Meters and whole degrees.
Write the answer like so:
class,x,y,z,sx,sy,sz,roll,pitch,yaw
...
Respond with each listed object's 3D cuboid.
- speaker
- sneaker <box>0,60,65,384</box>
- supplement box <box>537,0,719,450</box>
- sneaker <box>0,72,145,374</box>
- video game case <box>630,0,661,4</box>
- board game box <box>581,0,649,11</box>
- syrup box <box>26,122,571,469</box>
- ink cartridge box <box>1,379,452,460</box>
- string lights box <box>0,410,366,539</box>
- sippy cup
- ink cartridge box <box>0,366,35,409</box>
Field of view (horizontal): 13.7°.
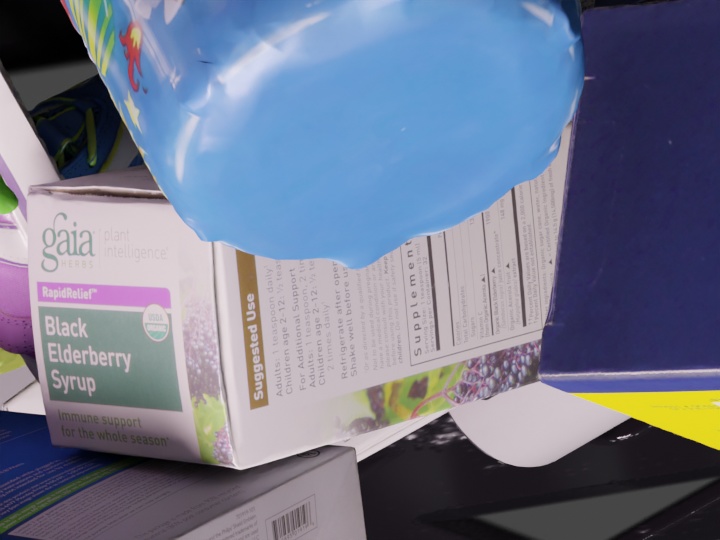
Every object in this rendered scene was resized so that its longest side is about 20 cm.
class,x,y,z,sx,sy,sz,roll,pitch,yaw
speaker,0.116,0.009,1.199,0.081,0.081,0.200,4,156,-33
sneaker,-0.148,-0.023,0.884,0.114,0.073,0.201,-30,121,-5
supplement box,0.156,0.001,0.860,0.109,0.109,0.200,-3,163,41
sneaker,-0.117,-0.012,0.970,0.200,0.076,0.105,-37,168,6
video game case,0.150,-0.051,0.975,0.181,0.026,0.200,14,170,-27
board game box,0.167,-0.090,0.912,0.135,0.035,0.200,13,169,-18
syrup box,0.000,0.000,0.901,0.079,0.082,0.200,2,-168,43
ink cartridge box,-0.007,0.024,1.061,0.200,0.085,0.146,-30,178,-36
string lights box,-0.106,0.083,0.878,0.200,0.059,0.103,4,-163,38
sippy cup,-0.013,-0.077,0.671,0.139,0.130,0.178,5,139,-31
ink cartridge box,-0.177,0.068,1.212,0.200,0.084,0.176,4,155,-32
